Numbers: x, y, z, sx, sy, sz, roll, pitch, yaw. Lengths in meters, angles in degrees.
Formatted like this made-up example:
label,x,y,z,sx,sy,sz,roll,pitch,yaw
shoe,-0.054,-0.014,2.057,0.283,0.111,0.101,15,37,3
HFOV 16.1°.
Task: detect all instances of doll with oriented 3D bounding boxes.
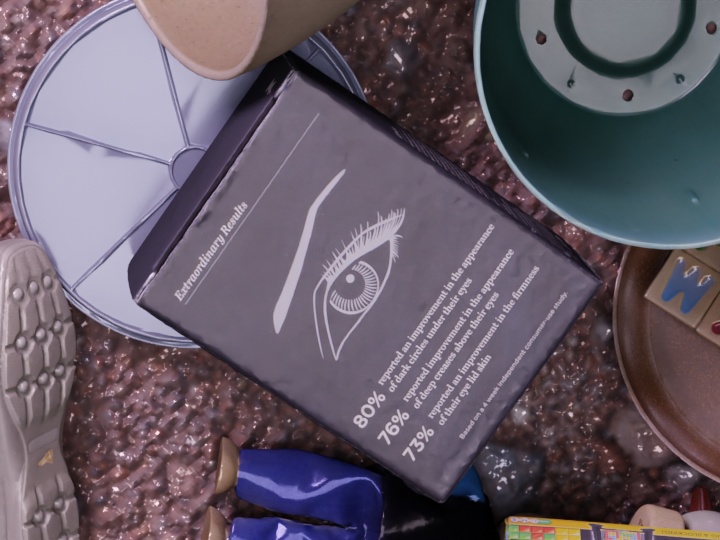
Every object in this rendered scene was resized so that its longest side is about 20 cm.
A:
label,x,y,z,sx,sy,sz,roll,pitch,yaw
doll,0.016,0.140,1.419,0.200,0.048,0.137,11,93,-7

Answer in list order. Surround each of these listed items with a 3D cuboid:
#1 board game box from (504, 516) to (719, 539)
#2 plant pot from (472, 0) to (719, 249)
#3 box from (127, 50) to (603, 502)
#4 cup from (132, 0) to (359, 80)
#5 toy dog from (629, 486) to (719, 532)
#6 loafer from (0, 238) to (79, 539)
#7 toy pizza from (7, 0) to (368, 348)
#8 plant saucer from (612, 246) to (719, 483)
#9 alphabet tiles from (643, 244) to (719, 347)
label,x,y,z,sx,sy,sz,roll,pitch,yaw
board game box,0.169,0.222,1.364,0.200,0.057,0.166,4,118,0
plant pot,0.148,-0.127,1.307,0.200,0.161,0.201,-1,104,-4
box,0.000,0.000,1.325,0.200,0.104,0.148,35,97,-11
cup,-0.035,-0.210,1.275,0.143,0.200,0.201,-19,105,-25
toy dog,0.173,0.201,1.439,0.132,0.096,0.200,34,114,-14
loafer,-0.195,0.078,1.376,0.070,0.070,0.200,12,110,32
toy pizza,-0.090,-0.057,1.374,0.200,0.032,0.201,-1,103,-5
plant saucer,0.238,0.027,1.383,0.200,0.032,0.201,-2,78,8
alphabet tiles,0.281,-0.002,1.365,0.200,0.008,0.167,33,84,13
